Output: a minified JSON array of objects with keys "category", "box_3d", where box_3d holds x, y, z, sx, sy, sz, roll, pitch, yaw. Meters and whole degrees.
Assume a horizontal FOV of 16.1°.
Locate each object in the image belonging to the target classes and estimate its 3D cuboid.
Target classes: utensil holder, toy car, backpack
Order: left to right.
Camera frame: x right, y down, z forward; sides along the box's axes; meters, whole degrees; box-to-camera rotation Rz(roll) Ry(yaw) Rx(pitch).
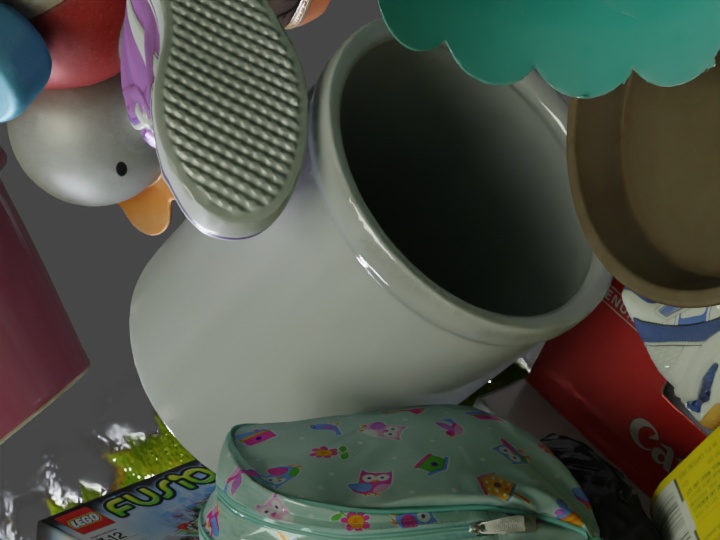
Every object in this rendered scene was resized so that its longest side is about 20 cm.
[{"category":"toy car","box_3d":[-0.145,-0.102,1.379,0.176,0.185,0.201,-3,131,45]},{"category":"utensil holder","box_3d":[0.000,0.000,1.245,0.200,0.169,0.171,-40,75,43]},{"category":"backpack","box_3d":[0.023,0.131,1.156,0.167,0.198,0.128,-154,62,-68]}]

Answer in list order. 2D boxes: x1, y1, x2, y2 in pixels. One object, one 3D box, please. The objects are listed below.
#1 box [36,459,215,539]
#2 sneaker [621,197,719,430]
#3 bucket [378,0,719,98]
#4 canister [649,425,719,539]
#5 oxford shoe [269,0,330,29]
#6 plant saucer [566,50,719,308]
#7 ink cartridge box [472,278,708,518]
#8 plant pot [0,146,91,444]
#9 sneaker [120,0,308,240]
[{"category":"box","box_3d":[-0.058,0.134,1.315,0.110,0.199,0.035,20,116,36]},{"category":"sneaker","box_3d":[0.184,-0.017,1.133,0.088,0.075,0.200,50,129,17]},{"category":"bucket","box_3d":[0.091,-0.183,1.059,0.207,0.206,0.136,-32,42,43]},{"category":"canister","box_3d":[0.211,0.146,1.084,0.149,0.086,0.201,-45,39,26]},{"category":"oxford shoe","box_3d":[-0.046,-0.170,1.250,0.071,0.073,0.200,52,156,19]},{"category":"plant saucer","box_3d":[0.166,-0.079,1.113,0.200,0.029,0.202,-25,58,47]},{"category":"ink cartridge box","box_3d":[0.135,0.122,1.243,0.200,0.045,0.177,43,129,25]},{"category":"plant pot","box_3d":[-0.260,0.026,1.489,0.179,0.200,0.200,52,133,-3]},{"category":"sneaker","box_3d":[-0.072,-0.074,1.197,0.115,0.072,0.202,107,158,-49]}]
